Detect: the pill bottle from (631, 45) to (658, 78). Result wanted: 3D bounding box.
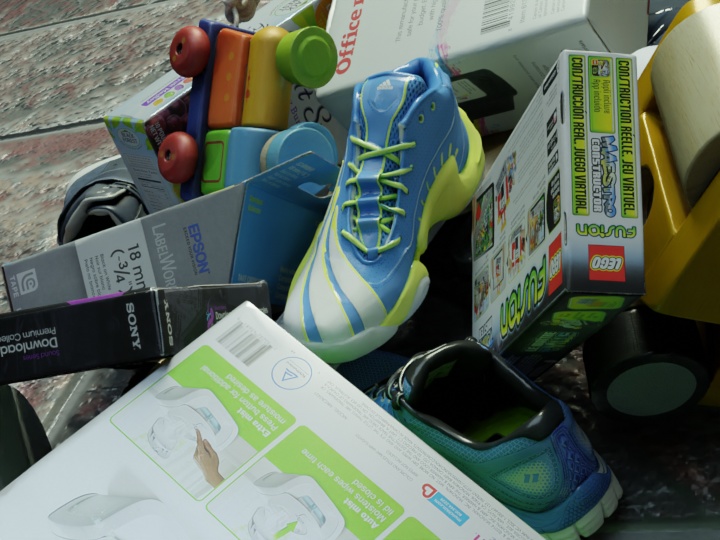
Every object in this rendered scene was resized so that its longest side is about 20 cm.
[{"bbox_3d":[0.205,-0.073,0.719,0.200,0.112,0.112,-4,33,2],"label":"pill bottle"}]

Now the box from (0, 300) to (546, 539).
[{"bbox_3d":[-0.041,0.139,0.526,0.200,0.097,0.176,36,61,27],"label":"box"}]

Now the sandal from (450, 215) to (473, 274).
[{"bbox_3d":[0.138,-0.032,0.805,0.200,0.048,0.075,-30,29,-35],"label":"sandal"}]

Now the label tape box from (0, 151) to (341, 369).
[{"bbox_3d":[-0.088,0.002,0.773,0.200,0.063,0.144,-18,-11,15],"label":"label tape box"}]

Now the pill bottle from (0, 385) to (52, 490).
[{"bbox_3d":[-0.280,0.137,0.724,0.200,0.110,0.110,-19,31,4],"label":"pill bottle"}]

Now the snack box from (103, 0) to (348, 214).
[{"bbox_3d":[-0.072,-0.101,0.936,0.053,0.142,0.200,14,45,44],"label":"snack box"}]

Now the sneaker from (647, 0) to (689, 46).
[{"bbox_3d":[0.248,-0.161,0.892,0.202,0.077,0.146,-33,40,-32],"label":"sneaker"}]

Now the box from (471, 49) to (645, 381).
[{"bbox_3d":[0.090,-0.016,0.631,0.035,0.200,0.110,3,75,-6],"label":"box"}]

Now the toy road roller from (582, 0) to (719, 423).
[{"bbox_3d":[0.190,-0.019,0.612,0.146,0.200,0.123,8,46,-11],"label":"toy road roller"}]

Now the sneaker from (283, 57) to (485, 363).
[{"bbox_3d":[0.004,-0.045,0.701,0.076,0.105,0.200,2,40,27],"label":"sneaker"}]

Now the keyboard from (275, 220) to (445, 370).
[{"bbox_3d":[0.000,0.000,0.743,0.056,0.011,0.200,10,44,31],"label":"keyboard"}]

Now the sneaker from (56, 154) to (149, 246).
[{"bbox_3d":[-0.139,-0.066,0.971,0.202,0.077,0.146,-29,19,6],"label":"sneaker"}]

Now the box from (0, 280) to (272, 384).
[{"bbox_3d":[-0.160,0.038,0.643,0.200,0.036,0.143,-11,-2,16],"label":"box"}]

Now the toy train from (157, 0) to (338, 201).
[{"bbox_3d":[-0.059,-0.140,0.826,0.085,0.200,0.116,8,-2,-40],"label":"toy train"}]

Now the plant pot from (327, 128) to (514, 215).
[{"bbox_3d":[0.061,-0.078,0.886,0.200,0.028,0.200,-21,17,7],"label":"plant pot"}]

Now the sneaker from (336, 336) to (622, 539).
[{"bbox_3d":[0.044,0.066,0.659,0.079,0.089,0.200,-39,33,-27],"label":"sneaker"}]

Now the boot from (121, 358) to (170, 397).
[{"bbox_3d":[-0.066,0.116,0.669,0.138,0.078,0.200,2,45,21],"label":"boot"}]

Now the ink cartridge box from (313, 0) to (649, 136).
[{"bbox_3d":[0.082,-0.170,0.846,0.200,0.083,0.146,-11,55,34],"label":"ink cartridge box"}]
